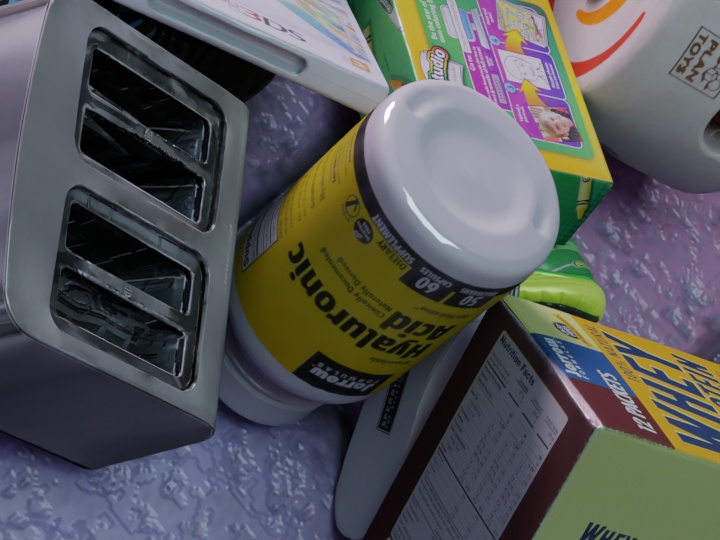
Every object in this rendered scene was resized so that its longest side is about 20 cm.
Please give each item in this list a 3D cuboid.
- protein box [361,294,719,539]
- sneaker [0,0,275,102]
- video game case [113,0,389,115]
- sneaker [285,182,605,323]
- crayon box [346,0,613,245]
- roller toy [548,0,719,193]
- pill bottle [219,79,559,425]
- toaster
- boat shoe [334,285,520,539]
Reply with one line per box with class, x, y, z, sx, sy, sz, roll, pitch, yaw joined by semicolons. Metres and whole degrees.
protein box;0.125;0.149;1.074;0.198;0.200;0.135;18;20;-27
sneaker;-0.116;-0.122;1.125;0.200;0.082;0.073;-10;76;-34
video game case;-0.083;-0.164;1.123;0.182;0.022;0.200;23;21;-23
sneaker;0.042;-0.010;1.198;0.200;0.074;0.084;18;38;-21
crayon box;0.057;-0.115;1.204;0.118;0.058;0.200;9;48;-29
roller toy;0.191;-0.151;1.253;0.140;0.200;0.183;26;66;-25
pill bottle;0.000;0.000;1.071;0.111;0.200;0.112;20;51;-27
toaster;-0.148;-0.022;1.010;0.200;0.118;0.181;32;54;-46
boat shoe;0.049;0.057;1.136;0.064;0.071;0.200;17;99;-34
